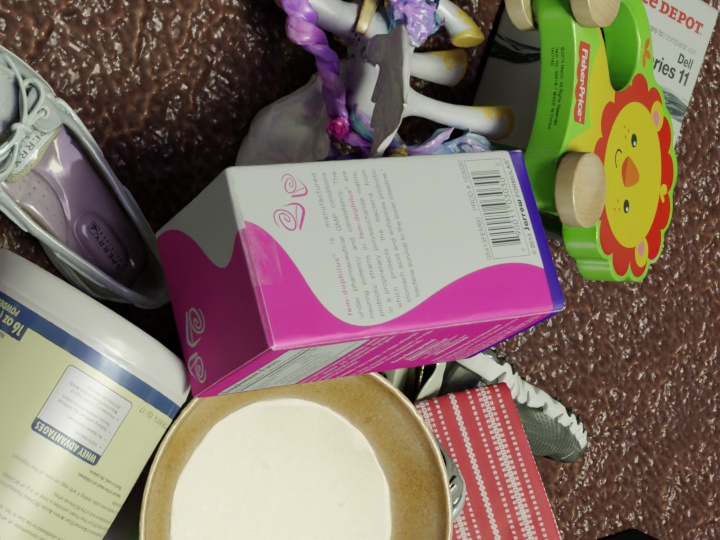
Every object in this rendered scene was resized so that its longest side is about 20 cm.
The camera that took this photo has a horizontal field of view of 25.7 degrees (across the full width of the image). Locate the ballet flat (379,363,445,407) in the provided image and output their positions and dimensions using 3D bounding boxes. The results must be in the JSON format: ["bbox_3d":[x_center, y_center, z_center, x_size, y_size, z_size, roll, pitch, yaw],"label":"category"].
[{"bbox_3d":[0.033,0.045,1.096,0.067,0.075,0.202,1,102,-42],"label":"ballet flat"}]

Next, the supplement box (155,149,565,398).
[{"bbox_3d":[0.000,0.000,0.892,0.199,0.103,0.102,-5,74,-35],"label":"supplement box"}]

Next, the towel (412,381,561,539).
[{"bbox_3d":[0.026,0.165,1.043,0.198,0.023,0.146,-15,73,-11],"label":"towel"}]

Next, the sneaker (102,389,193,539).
[{"bbox_3d":[-0.103,0.158,0.973,0.118,0.074,0.201,38,51,-18],"label":"sneaker"}]

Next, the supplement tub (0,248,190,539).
[{"bbox_3d":[-0.200,0.105,0.875,0.145,0.144,0.201,39,78,-40],"label":"supplement tub"}]

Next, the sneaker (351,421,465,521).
[{"bbox_3d":[-0.007,0.083,1.013,0.075,0.199,0.082,-51,172,-20],"label":"sneaker"}]

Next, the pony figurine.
[{"bbox_3d":[0.006,-0.112,0.998,0.199,0.166,0.195,23,56,-38],"label":"pony figurine"}]

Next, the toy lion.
[{"bbox_3d":[0.162,-0.095,1.052,0.191,0.068,0.202,7,87,-55],"label":"toy lion"}]

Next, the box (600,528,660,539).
[{"bbox_3d":[0.197,0.296,1.277,0.199,0.122,0.107,-9,108,-38],"label":"box"}]

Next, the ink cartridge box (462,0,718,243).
[{"bbox_3d":[0.162,-0.124,1.146,0.146,0.083,0.202,17,92,-42],"label":"ink cartridge box"}]

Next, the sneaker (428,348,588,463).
[{"bbox_3d":[0.100,0.116,1.177,0.091,0.066,0.200,-56,140,-3],"label":"sneaker"}]

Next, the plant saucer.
[{"bbox_3d":[-0.040,0.148,0.925,0.198,0.035,0.202,2,86,-27],"label":"plant saucer"}]

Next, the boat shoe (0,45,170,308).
[{"bbox_3d":[-0.176,-0.054,0.899,0.074,0.065,0.203,-47,127,-19],"label":"boat shoe"}]
